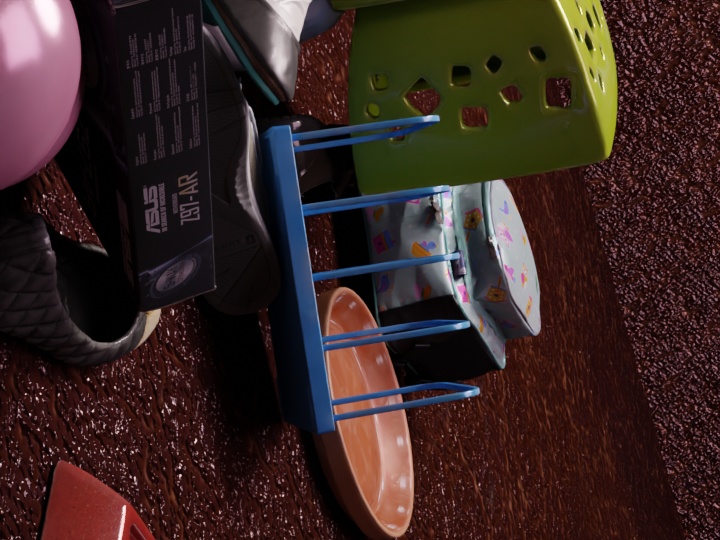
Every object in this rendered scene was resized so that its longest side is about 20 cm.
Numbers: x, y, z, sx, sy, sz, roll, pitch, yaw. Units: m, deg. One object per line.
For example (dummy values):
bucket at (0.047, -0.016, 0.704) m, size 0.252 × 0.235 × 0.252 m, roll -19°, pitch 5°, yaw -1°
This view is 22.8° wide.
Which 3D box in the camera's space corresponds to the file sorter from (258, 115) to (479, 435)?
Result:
file sorter at (0.000, 0.000, 1.230) m, size 0.139 × 0.122 × 0.201 m, roll 174°, pitch -92°, yaw -79°

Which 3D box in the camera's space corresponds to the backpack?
backpack at (0.072, -0.016, 1.582) m, size 0.176 × 0.153 × 0.201 m, roll 44°, pitch 25°, yaw -63°

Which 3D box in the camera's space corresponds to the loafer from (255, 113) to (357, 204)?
loafer at (-0.043, -0.077, 1.388) m, size 0.200 × 0.073 × 0.072 m, roll 2°, pitch 85°, yaw -70°

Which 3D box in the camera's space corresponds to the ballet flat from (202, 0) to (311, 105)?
ballet flat at (-0.078, -0.180, 1.170) m, size 0.200 × 0.068 × 0.068 m, roll 48°, pitch -4°, yaw 46°

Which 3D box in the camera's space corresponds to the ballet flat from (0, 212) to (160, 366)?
ballet flat at (-0.146, 0.012, 0.932) m, size 0.200 × 0.056 × 0.067 m, roll 23°, pitch 56°, yaw -72°

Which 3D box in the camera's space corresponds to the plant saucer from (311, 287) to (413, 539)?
plant saucer at (-0.004, 0.114, 1.412) m, size 0.200 × 0.032 × 0.202 m, roll -14°, pitch 90°, yaw -76°

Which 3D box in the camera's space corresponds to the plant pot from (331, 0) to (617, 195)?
plant pot at (0.084, -0.191, 1.369) m, size 0.200 × 0.198 × 0.182 m, roll -75°, pitch 154°, yaw -59°

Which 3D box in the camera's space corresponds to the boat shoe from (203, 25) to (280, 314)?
boat shoe at (-0.098, -0.071, 1.163) m, size 0.065 × 0.074 × 0.203 m, roll -100°, pitch 173°, yaw -64°

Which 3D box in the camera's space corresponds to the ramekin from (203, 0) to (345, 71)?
ramekin at (-0.077, -0.259, 1.355) m, size 0.202 × 0.094 × 0.204 m, roll -14°, pitch 90°, yaw -76°

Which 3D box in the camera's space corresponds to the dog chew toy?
dog chew toy at (-0.178, -0.088, 0.796) m, size 0.200 × 0.124 × 0.125 m, roll 55°, pitch 21°, yaw -88°

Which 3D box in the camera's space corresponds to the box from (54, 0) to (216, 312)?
box at (-0.125, -0.103, 0.887) m, size 0.161 × 0.043 × 0.201 m, roll 56°, pitch -24°, yaw 37°

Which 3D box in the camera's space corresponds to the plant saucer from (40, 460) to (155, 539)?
plant saucer at (-0.110, 0.228, 0.911) m, size 0.201 × 0.036 × 0.200 m, roll -86°, pitch 157°, yaw -46°
